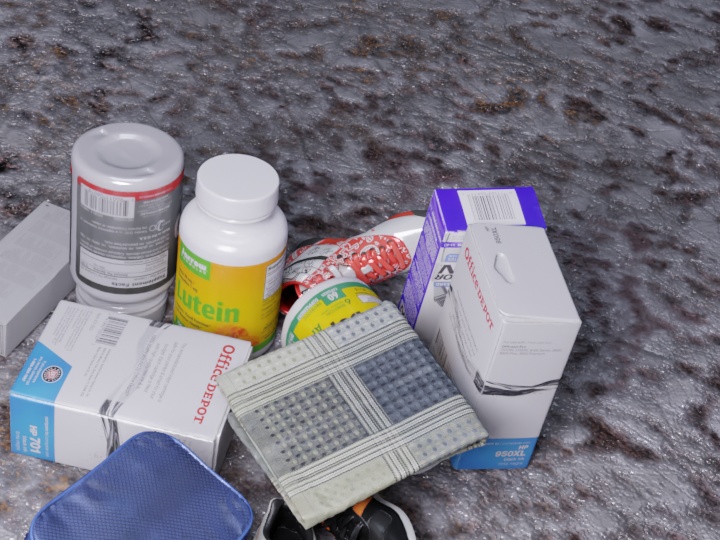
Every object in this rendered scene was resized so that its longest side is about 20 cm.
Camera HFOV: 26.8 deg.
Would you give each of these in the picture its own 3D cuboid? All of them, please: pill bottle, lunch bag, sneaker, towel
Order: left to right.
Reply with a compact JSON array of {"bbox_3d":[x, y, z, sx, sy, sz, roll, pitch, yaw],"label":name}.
[{"bbox_3d":[-0.200,0.249,1.253,0.136,0.133,0.200,41,44,13],"label":"lunch bag"},{"bbox_3d":[-0.242,-0.040,1.555,0.113,0.201,0.114,6,37,-4],"label":"pill bottle"},{"bbox_3d":[-0.132,-0.013,1.544,0.110,0.201,0.111,6,37,-4],"label":"pill bottle"},{"bbox_3d":[-0.068,0.279,1.284,0.073,0.080,0.201,3,39,-10],"label":"sneaker"},{"bbox_3d":[-0.022,0.217,1.362,0.090,0.070,0.200,10,27,-31],"label":"sneaker"},{"bbox_3d":[-0.011,0.130,1.378,0.199,0.035,0.193,-22,51,-19],"label":"towel"},{"bbox_3d":[0.000,0.001,1.613,0.200,0.067,0.108,-11,28,28],"label":"sneaker"},{"bbox_3d":[0.013,0.106,1.494,0.112,0.113,0.200,-15,44,-28],"label":"pill bottle"}]

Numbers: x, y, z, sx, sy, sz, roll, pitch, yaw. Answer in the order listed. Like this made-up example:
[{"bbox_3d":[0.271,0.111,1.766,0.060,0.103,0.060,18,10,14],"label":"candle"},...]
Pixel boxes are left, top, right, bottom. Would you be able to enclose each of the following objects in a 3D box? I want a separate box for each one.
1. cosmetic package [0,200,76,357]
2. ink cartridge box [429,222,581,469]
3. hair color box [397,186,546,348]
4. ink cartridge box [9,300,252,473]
[{"bbox_3d":[-0.353,0.006,1.596,0.082,0.051,0.200,22,39,13],"label":"cosmetic package"},{"bbox_3d":[0.135,0.075,1.481,0.084,0.201,0.145,2,40,-15],"label":"ink cartridge box"},{"bbox_3d":[0.112,0.002,1.572,0.109,0.200,0.065,-2,52,-14],"label":"hair color box"},{"bbox_3d":[-0.217,0.120,1.449,0.199,0.086,0.147,14,38,3],"label":"ink cartridge box"}]
